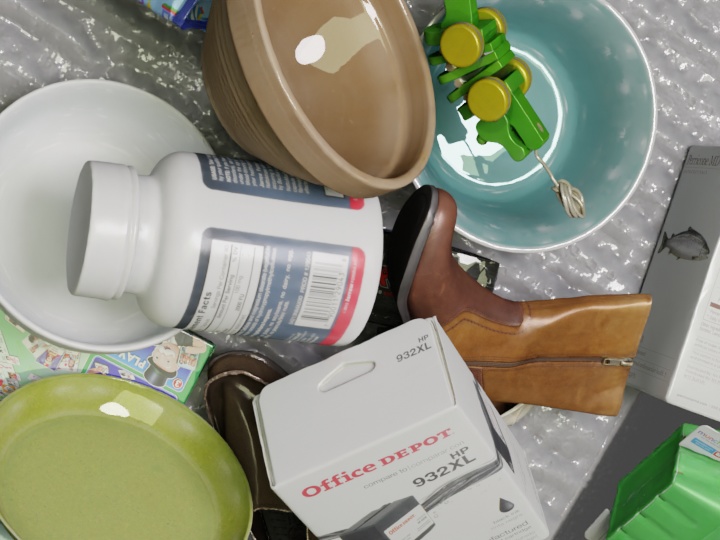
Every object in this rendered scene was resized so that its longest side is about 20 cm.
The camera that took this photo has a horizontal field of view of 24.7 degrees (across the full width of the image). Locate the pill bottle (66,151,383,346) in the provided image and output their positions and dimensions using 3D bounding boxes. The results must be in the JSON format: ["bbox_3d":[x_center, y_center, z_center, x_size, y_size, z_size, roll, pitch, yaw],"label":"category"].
[{"bbox_3d":[-0.095,-0.017,1.120,0.198,0.119,0.121,8,93,-19],"label":"pill bottle"}]

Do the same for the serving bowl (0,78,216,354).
[{"bbox_3d":[-0.193,-0.032,1.186,0.198,0.066,0.203,7,71,-22],"label":"serving bowl"}]

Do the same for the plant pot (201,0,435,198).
[{"bbox_3d":[-0.042,-0.136,1.096,0.092,0.201,0.203,-21,101,30],"label":"plant pot"}]

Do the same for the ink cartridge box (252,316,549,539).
[{"bbox_3d":[0.032,0.142,1.179,0.144,0.084,0.200,-24,138,10],"label":"ink cartridge box"}]

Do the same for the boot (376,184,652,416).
[{"bbox_3d":[0.117,0.027,1.186,0.197,0.069,0.190,3,117,-8],"label":"boot"}]

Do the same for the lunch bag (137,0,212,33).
[{"bbox_3d":[-0.110,-0.281,1.136,0.150,0.094,0.201,33,99,22],"label":"lunch bag"}]

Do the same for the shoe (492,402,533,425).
[{"bbox_3d":[0.049,0.108,1.269,0.198,0.053,0.071,-17,97,-9],"label":"shoe"}]

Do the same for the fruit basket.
[{"bbox_3d":[0.302,0.203,1.284,0.198,0.186,0.094,22,50,-10],"label":"fruit basket"}]

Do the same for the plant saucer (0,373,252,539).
[{"bbox_3d":[-0.172,0.153,1.146,0.198,0.201,0.031,19,125,-13],"label":"plant saucer"}]

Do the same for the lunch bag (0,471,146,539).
[{"bbox_3d":[-0.242,0.245,1.186,0.168,0.128,0.201,21,120,-10],"label":"lunch bag"}]

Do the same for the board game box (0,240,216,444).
[{"bbox_3d":[-0.226,0.068,1.222,0.199,0.029,0.136,29,89,-12],"label":"board game box"}]

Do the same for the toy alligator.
[{"bbox_3d":[0.092,-0.117,1.157,0.054,0.059,0.202,-22,102,32],"label":"toy alligator"}]

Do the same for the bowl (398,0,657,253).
[{"bbox_3d":[0.113,-0.117,1.239,0.198,0.105,0.204,-1,95,-11],"label":"bowl"}]

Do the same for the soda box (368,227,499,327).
[{"bbox_3d":[0.000,0.000,1.245,0.198,0.063,0.072,14,92,-14],"label":"soda box"}]

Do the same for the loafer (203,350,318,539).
[{"bbox_3d":[-0.064,0.156,1.229,0.072,0.071,0.202,-19,100,22],"label":"loafer"}]

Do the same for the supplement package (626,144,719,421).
[{"bbox_3d":[0.296,0.015,1.281,0.116,0.117,0.202,19,90,-12],"label":"supplement package"}]
